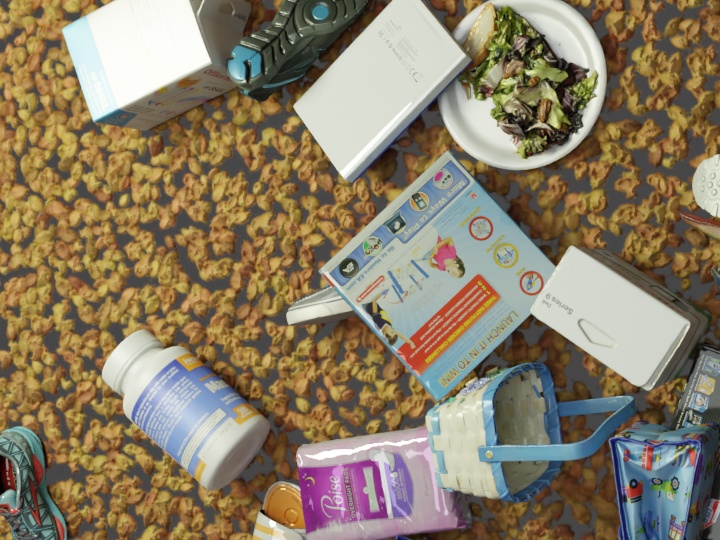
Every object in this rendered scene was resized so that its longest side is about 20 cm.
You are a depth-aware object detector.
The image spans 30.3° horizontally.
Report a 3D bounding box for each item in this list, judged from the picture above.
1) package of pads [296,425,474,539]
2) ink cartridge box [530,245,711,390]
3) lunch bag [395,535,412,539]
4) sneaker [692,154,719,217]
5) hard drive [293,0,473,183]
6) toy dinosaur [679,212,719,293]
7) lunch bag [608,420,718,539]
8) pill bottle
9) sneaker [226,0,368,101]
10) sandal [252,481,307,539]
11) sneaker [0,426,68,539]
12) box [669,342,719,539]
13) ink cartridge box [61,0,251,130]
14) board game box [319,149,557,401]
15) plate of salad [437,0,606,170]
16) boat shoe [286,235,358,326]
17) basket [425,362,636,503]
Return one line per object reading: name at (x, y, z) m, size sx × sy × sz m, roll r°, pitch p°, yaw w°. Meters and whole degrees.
package of pads at (0.028, 0.250, 1.549) m, size 0.199 × 0.076 × 0.122 m, roll -11°, pitch 84°, yaw 21°
ink cartridge box at (0.276, 0.047, 1.384) m, size 0.146 × 0.200 × 0.084 m, roll 34°, pitch 101°, yaw 17°
lunch bag at (0.093, 0.426, 1.497) m, size 0.199 × 0.128 × 0.171 m, roll 26°, pitch 106°, yaw -13°
sneaker at (0.446, -0.087, 1.391) m, size 0.199 × 0.080 × 0.077 m, roll 4°, pitch 95°, yaw 41°
hard drive at (0.023, -0.218, 1.554) m, size 0.200 × 0.025 × 0.132 m, roll -45°, pitch 58°, yaw 16°
toy dinosaur at (0.460, -0.027, 1.379) m, size 0.180 × 0.105 × 0.201 m, roll -24°, pitch 69°, yaw -1°
lunch bag at (0.313, 0.261, 1.351) m, size 0.093 × 0.150 × 0.202 m, roll -1°, pitch 89°, yaw 22°
pill bottle at (-0.217, 0.164, 1.623) m, size 0.200 × 0.112 × 0.112 m, roll 39°, pitch 103°, yaw 16°
sneaker at (-0.071, -0.281, 1.589) m, size 0.199 × 0.082 × 0.073 m, roll -36°, pitch 70°, yaw -2°
sandal at (-0.099, 0.362, 1.606) m, size 0.079 × 0.059 × 0.208 m, roll 8°, pitch 93°, yaw 20°
sneaker at (-0.447, 0.306, 1.720) m, size 0.079 × 0.095 × 0.201 m, roll -22°, pitch 83°, yaw 20°
box at (0.406, 0.197, 1.419) m, size 0.159 × 0.044 × 0.201 m, roll 22°, pitch 98°, yaw 21°
ink cartridge box at (-0.231, -0.269, 1.615) m, size 0.199 × 0.128 × 0.126 m, roll -22°, pitch 83°, yaw 20°
board game box at (0.091, 0.007, 1.483) m, size 0.200 × 0.056 × 0.196 m, roll -42°, pitch 86°, yaw -4°
plate of salad at (0.177, -0.215, 1.502) m, size 0.199 × 0.048 × 0.202 m, roll 0°, pitch 90°, yaw 20°
boat shoe at (0.000, 0.000, 1.565) m, size 0.199 × 0.075 × 0.093 m, roll -16°, pitch 81°, yaw 11°
basket at (0.181, 0.174, 1.437) m, size 0.199 × 0.176 × 0.140 m, roll -4°, pitch 97°, yaw 29°
